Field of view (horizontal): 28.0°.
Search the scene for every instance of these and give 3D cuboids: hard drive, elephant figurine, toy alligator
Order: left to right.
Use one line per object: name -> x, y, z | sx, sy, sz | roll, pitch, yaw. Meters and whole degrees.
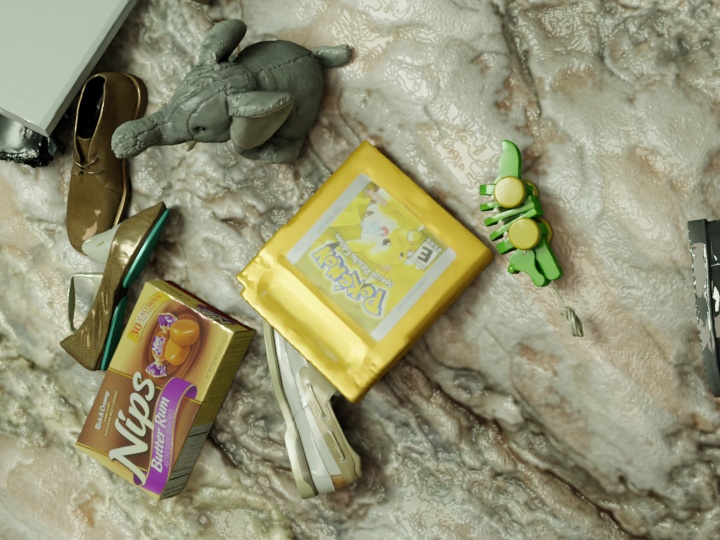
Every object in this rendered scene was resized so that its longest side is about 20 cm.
hard drive -> -0.329, -0.251, 1.507 | 0.132, 0.026, 0.200 | 26, 74, 11
elephant figurine -> -0.123, -0.166, 1.395 | 0.141, 0.200, 0.155 | 15, 97, 21
toy alligator -> 0.153, -0.024, 1.366 | 0.054, 0.059, 0.200 | -21, 84, 20

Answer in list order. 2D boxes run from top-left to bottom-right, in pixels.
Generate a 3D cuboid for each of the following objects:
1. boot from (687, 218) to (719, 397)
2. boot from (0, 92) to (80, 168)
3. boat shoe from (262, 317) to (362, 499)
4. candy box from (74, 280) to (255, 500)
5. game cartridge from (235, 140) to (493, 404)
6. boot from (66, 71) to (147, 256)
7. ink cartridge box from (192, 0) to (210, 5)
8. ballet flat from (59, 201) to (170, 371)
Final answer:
boot -> 0.399, 0.023, 1.274 | 0.200, 0.066, 0.165 | -7, 90, 17
boot -> -0.397, -0.205, 1.568 | 0.198, 0.073, 0.163 | 15, 92, 14
boat shoe -> -0.050, 0.124, 1.448 | 0.068, 0.075, 0.200 | -15, 84, 1
candy box -> -0.206, 0.124, 1.511 | 0.117, 0.056, 0.200 | 29, 100, 18
game cartridge -> 0.000, 0.000, 1.411 | 0.176, 0.032, 0.200 | 42, 86, 15
boot -> -0.285, -0.113, 1.527 | 0.074, 0.075, 0.200 | 15, 98, 19
ink cartridge box -> -0.177, -0.358, 1.412 | 0.075, 0.200, 0.165 | 36, 102, 16
ballet flat -> -0.268, 0.009, 1.525 | 0.072, 0.068, 0.200 | 24, 105, 2
